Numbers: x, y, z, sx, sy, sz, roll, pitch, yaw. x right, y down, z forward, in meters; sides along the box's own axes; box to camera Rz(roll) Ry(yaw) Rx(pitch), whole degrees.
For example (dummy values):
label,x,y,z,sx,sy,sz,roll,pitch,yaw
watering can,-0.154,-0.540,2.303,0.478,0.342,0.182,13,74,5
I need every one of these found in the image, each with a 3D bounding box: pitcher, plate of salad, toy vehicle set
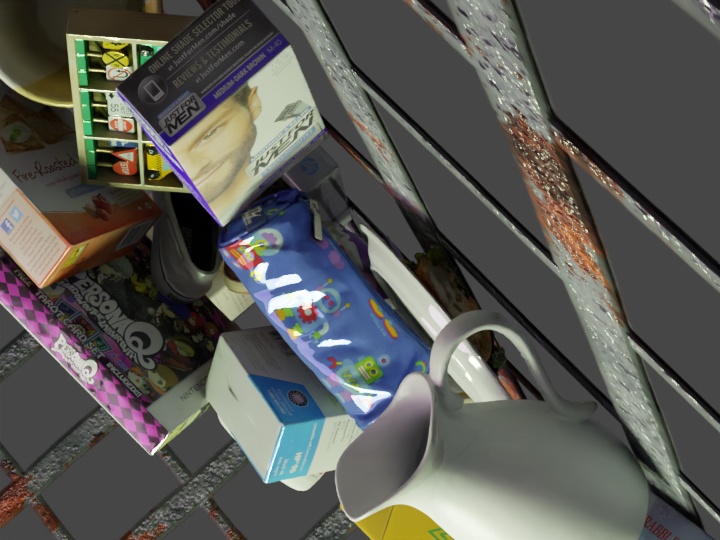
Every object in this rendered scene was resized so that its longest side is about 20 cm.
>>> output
label,x,y,z,sx,sy,sz,roll,pitch,yaw
pitcher,0.108,0.122,1.336,0.200,0.172,0.121,20,-158,-26
plate of salad,0.069,0.038,1.456,0.200,0.048,0.200,50,176,4
toy vehicle set,-0.158,-0.127,1.505,0.200,0.124,0.027,96,177,-59

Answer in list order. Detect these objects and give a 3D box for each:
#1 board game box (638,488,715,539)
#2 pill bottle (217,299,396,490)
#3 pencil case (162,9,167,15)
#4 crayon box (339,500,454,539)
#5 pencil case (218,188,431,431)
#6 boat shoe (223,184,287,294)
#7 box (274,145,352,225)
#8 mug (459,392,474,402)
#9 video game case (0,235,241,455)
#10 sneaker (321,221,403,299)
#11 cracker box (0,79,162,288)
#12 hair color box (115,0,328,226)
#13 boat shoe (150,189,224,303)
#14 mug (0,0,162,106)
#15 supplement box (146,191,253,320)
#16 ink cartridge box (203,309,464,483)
label,x,y,z,sx,sy,sz,roll,pitch,yaw
board game box,0.261,0.246,1.431,0.200,0.041,0.200,50,175,-23
pill bottle,-0.024,0.090,1.742,0.112,0.200,0.112,43,-179,-1
pencil case,-0.204,-0.207,1.799,0.200,0.087,0.083,48,-153,5
crayon box,0.067,0.206,1.621,0.200,0.052,0.126,18,-177,-17
pencil case,-0.023,0.025,1.482,0.200,0.087,0.078,52,-151,-12
boat shoe,-0.083,-0.037,1.609,0.200,0.072,0.072,-101,0,-71
box,-0.076,-0.108,1.663,0.156,0.041,0.200,47,174,9
mug,0.058,0.136,1.835,0.187,0.149,0.153,43,169,-20
video game case,-0.193,0.042,1.625,0.200,0.036,0.181,45,-151,4
sneaker,0.000,0.000,1.618,0.200,0.088,0.081,-165,78,-78
cracker box,-0.275,-0.088,1.605,0.200,0.058,0.134,46,-151,10
hair color box,-0.092,-0.110,1.377,0.065,0.109,0.200,48,176,16
boat shoe,-0.142,-0.073,1.669,0.065,0.073,0.200,-37,56,51
mug,-0.233,-0.197,1.611,0.153,0.149,0.187,-112,18,-81
supplement box,-0.131,-0.032,1.798,0.126,0.200,0.074,48,172,23
ink cartridge box,-0.011,0.097,1.593,0.116,0.200,0.068,52,137,39
